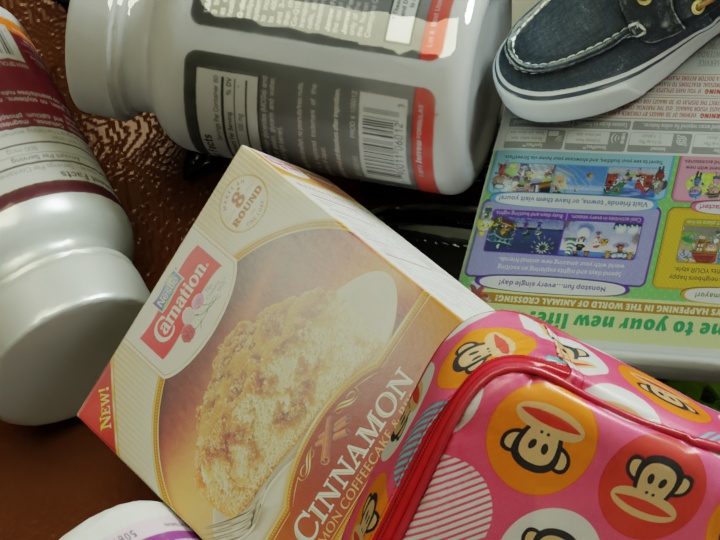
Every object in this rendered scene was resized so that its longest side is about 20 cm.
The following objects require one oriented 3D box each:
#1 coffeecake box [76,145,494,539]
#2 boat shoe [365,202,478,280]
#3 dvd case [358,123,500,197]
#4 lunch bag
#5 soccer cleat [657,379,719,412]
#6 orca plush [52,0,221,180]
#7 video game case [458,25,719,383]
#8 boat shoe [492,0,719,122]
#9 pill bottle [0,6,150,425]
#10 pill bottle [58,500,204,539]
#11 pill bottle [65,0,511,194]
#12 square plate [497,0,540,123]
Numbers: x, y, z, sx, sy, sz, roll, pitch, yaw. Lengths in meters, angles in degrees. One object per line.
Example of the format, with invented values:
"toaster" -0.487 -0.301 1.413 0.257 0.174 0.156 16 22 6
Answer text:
"coffeecake box" -0.013 0.062 1.093 0.200 0.073 0.154 39 101 36
"boat shoe" 0.000 -0.003 1.192 0.200 0.063 0.074 4 65 15
"dvd case" 0.070 -0.136 1.271 0.149 0.025 0.202 -6 61 8
"lunch bag" 0.091 0.129 0.987 0.199 0.082 0.177 24 103 -13
"soccer cleat" 0.222 0.059 1.112 0.199 0.068 0.081 23 56 23
"orca plush" -0.137 -0.137 1.267 0.071 0.105 0.201 -22 83 -44
"video game case" 0.149 -0.036 1.107 0.198 0.022 0.183 3 64 28
"boat shoe" 0.139 -0.147 1.104 0.199 0.091 0.071 -28 52 9
"pill bottle" -0.181 -0.029 1.213 0.114 0.114 0.201 -28 60 -5
"pill bottle" -0.063 0.204 1.060 0.112 0.113 0.200 -41 61 -12
"pill bottle" -0.034 -0.108 1.168 0.198 0.116 0.117 11 64 12
"square plate" 0.101 -0.172 1.201 0.196 0.028 0.202 3 94 21
